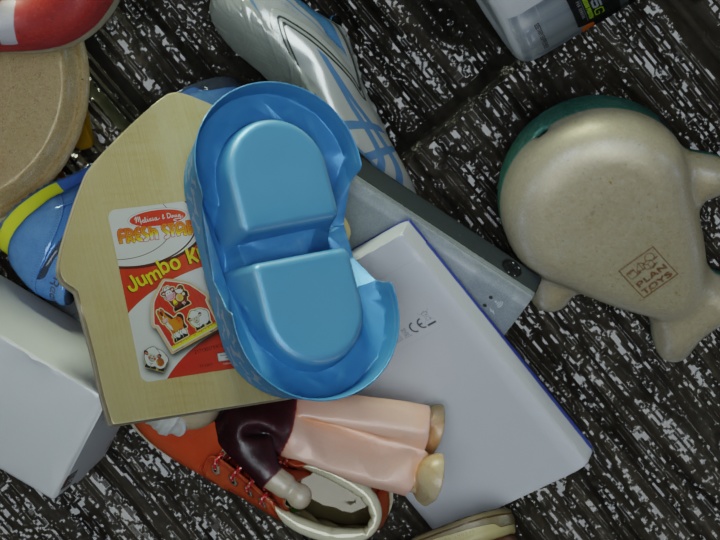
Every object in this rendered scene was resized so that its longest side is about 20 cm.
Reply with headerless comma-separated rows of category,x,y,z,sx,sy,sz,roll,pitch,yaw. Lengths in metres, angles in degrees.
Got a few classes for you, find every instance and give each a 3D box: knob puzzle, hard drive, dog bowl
knob puzzle,-0.099,-0.011,1.650,0.218,0.030,0.221,6,74,-23
hard drive,0.000,0.000,1.738,0.199,0.033,0.140,33,128,-3
hard drive,0.042,0.072,1.734,0.132,0.025,0.200,-29,109,33
dog bowl,-0.047,-0.014,1.629,0.111,0.050,0.201,-11,82,-27

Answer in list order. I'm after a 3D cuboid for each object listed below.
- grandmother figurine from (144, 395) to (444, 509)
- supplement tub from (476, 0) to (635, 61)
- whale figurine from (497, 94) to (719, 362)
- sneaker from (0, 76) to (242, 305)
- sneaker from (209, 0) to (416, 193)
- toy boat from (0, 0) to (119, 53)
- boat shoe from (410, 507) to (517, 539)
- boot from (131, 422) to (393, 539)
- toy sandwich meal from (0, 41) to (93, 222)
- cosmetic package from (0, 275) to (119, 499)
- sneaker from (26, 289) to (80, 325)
grandmother figurine,-0.046,0.093,1.687,0.199,0.122,0.061,13,129,-13
supplement tub,0.159,-0.233,1.709,0.199,0.123,0.123,-31,95,2
whale figurine,0.175,-0.031,1.752,0.159,0.104,0.200,-38,118,15
sneaker,-0.138,-0.047,1.717,0.200,0.066,0.078,-38,63,-21
sneaker,-0.019,-0.120,1.745,0.072,0.072,0.200,-41,103,-23
toy boat,-0.243,-0.206,1.641,0.199,0.131,0.131,0,83,7
boat shoe,0.019,0.220,1.751,0.199,0.072,0.068,-23,81,17
boot,-0.068,0.119,1.745,0.199,0.107,0.075,26,96,-2
toy sandwich meal,-0.261,-0.113,1.742,0.204,0.070,0.207,0,88,8
cosmetic package,-0.243,0.052,1.668,0.199,0.113,0.081,28,104,3
sneaker,-0.232,0.023,1.749,0.115,0.075,0.200,44,94,-2
